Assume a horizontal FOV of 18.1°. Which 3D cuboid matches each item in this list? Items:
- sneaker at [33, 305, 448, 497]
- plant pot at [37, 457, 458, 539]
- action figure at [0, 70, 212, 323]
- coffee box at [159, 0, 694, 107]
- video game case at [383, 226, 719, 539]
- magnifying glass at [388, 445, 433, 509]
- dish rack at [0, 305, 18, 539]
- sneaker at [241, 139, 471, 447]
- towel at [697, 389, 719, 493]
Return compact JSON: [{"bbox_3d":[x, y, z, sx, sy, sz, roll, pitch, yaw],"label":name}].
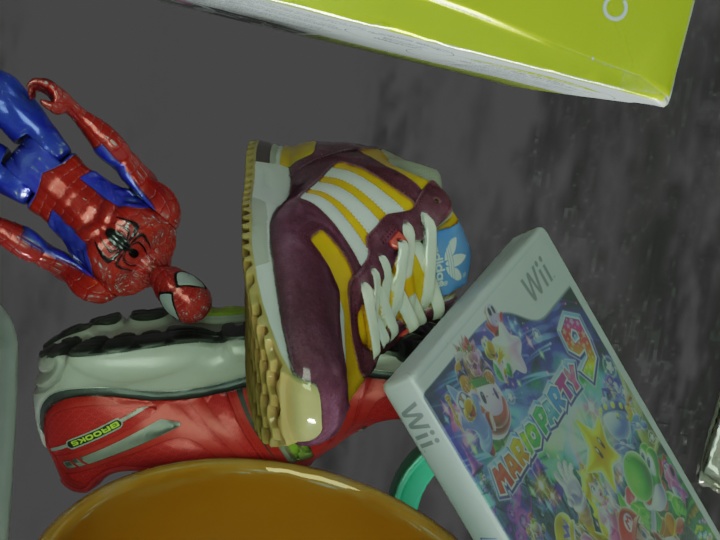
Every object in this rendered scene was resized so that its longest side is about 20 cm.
[{"bbox_3d":[-0.034,0.058,0.934,0.199,0.077,0.085,-2,107,1],"label":"sneaker"},{"bbox_3d":[-0.048,0.207,0.873,0.199,0.201,0.184,11,124,-6],"label":"plant pot"},{"bbox_3d":[-0.138,-0.047,0.908,0.200,0.052,0.066,40,85,-2],"label":"action figure"},{"bbox_3d":[0.017,-0.182,0.831,0.199,0.198,0.201,13,93,-16],"label":"coffee box"},{"bbox_3d":[0.091,0.097,0.891,0.018,0.143,0.201,-25,101,33],"label":"video game case"},{"bbox_3d":[0.105,0.128,0.970,0.199,0.022,0.080,23,92,-9],"label":"magnifying glass"},{"bbox_3d":[-0.202,0.079,0.877,0.199,0.043,0.173,5,93,37],"label":"dish rack"},{"bbox_3d":[0.000,0.000,0.861,0.089,0.200,0.075,-1,118,-2],"label":"sneaker"},{"bbox_3d":[0.252,0.058,0.972,0.199,0.034,0.133,13,94,-7],"label":"towel"}]
